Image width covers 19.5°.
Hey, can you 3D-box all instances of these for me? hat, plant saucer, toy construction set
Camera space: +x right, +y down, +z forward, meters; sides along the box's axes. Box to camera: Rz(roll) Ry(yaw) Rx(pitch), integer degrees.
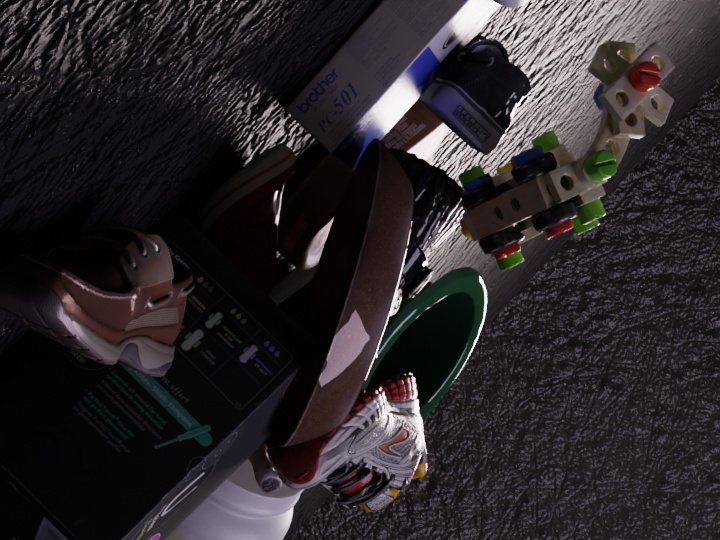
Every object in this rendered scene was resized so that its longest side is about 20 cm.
[{"bbox_3d":[-0.013,0.029,1.666,0.166,0.176,0.200,-44,155,-18],"label":"hat"},{"bbox_3d":[-0.007,0.018,1.310,0.200,0.034,0.202,-161,-90,-83],"label":"plant saucer"},{"bbox_3d":[0.135,-0.065,1.378,0.131,0.093,0.200,-23,164,-32],"label":"toy construction set"}]

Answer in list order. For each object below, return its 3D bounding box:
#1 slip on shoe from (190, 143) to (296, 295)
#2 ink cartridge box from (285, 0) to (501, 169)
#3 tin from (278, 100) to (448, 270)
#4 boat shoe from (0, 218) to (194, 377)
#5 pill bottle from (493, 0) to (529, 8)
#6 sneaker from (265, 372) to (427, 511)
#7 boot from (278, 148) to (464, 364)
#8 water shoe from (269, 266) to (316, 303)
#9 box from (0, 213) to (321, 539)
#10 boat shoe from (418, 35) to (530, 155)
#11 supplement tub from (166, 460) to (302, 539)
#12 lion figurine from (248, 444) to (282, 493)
[{"bbox_3d":[-0.077,-0.010,1.341,0.074,0.061,0.200,-39,166,-39],"label":"slip on shoe"},{"bbox_3d":[0.041,-0.157,1.331,0.200,0.044,0.094,-48,171,3],"label":"ink cartridge box"},{"bbox_3d":[0.004,-0.070,1.571,0.200,0.042,0.112,-40,164,-46],"label":"tin"},{"bbox_3d":[-0.138,0.006,1.101,0.072,0.075,0.200,-64,170,-2],"label":"boat shoe"},{"bbox_3d":[0.102,-0.238,1.044,0.200,0.112,0.112,-49,172,3],"label":"pill bottle"},{"bbox_3d":[0.002,0.122,1.413,0.077,0.083,0.200,-20,177,23],"label":"sneaker"},{"bbox_3d":[0.002,0.001,1.503,0.159,0.079,0.211,-63,-168,-10],"label":"boot"},{"bbox_3d":[-0.066,0.075,1.718,0.200,0.079,0.071,-52,171,24],"label":"water shoe"},{"bbox_3d":[-0.144,0.094,1.254,0.200,0.124,0.149,-44,172,-32],"label":"box"},{"bbox_3d":[0.075,-0.129,1.425,0.066,0.070,0.200,-47,-171,3],"label":"boat shoe"},{"bbox_3d":[-0.143,0.200,1.665,0.200,0.145,0.145,-53,170,27],"label":"supplement tub"},{"bbox_3d":[-0.108,0.094,1.471,0.073,0.199,0.123,-59,-149,22],"label":"lion figurine"}]
